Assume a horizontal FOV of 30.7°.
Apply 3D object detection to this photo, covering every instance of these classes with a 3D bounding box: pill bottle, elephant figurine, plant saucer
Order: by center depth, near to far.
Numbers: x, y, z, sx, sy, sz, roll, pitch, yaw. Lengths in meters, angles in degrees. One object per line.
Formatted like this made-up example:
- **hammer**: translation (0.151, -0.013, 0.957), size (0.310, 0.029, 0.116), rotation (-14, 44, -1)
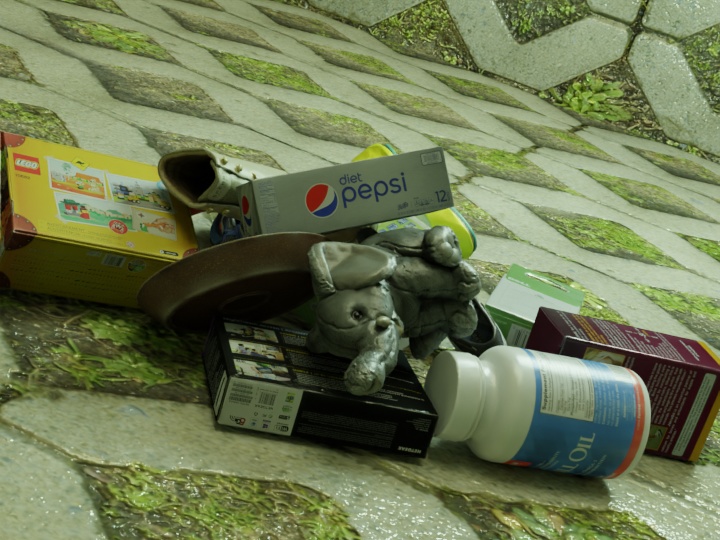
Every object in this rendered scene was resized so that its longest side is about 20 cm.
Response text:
- **elephant figurine**: translation (0.004, 0.031, 1.200), size (0.200, 0.142, 0.155), rotation (-21, -1, -40)
- **pill bottle**: translation (0.164, 0.133, 1.251), size (0.200, 0.112, 0.112), rotation (11, 20, -19)
- **plant saucer**: translation (-0.115, 0.018, 1.271), size (0.200, 0.200, 0.035), rotation (0, 67, -42)

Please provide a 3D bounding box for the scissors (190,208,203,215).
- **scissors**: translation (-0.167, -0.076, 1.524), size (0.073, 0.014, 0.200), rotation (-21, 8, -35)

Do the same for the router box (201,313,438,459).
- **router box**: translation (-0.041, 0.106, 1.228), size (0.200, 0.051, 0.149), rotation (12, 18, -16)

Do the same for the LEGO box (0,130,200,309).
- **LEGO box**: translation (-0.272, -0.047, 1.321), size (0.200, 0.077, 0.149), rotation (12, 40, -30)

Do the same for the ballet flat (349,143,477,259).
- **ballet flat**: translation (0.051, -0.072, 1.514), size (0.067, 0.067, 0.200), rotation (-23, 53, -25)

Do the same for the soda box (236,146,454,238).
- **soda box**: translation (-0.015, -0.072, 1.280), size (0.200, 0.064, 0.068), rotation (-12, 1, -18)

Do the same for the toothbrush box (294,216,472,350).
- **toothbrush box**: translation (0.000, 0.000, 1.416), size (0.146, 0.086, 0.200), rotation (-31, 41, -17)

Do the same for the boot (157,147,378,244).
- **boot**: translation (-0.095, -0.072, 1.341), size (0.200, 0.072, 0.155), rotation (20, 2, 35)

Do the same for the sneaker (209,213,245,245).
- **sneaker**: translation (-0.132, -0.047, 1.541), size (0.075, 0.079, 0.200), rotation (13, 19, -15)

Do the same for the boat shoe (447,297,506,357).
- **boat shoe**: translation (0.088, 0.027, 1.471), size (0.200, 0.070, 0.066), rotation (52, -9, 26)

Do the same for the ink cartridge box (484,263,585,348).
- **ink cartridge box**: translation (0.204, 0.058, 1.579), size (0.104, 0.059, 0.200), rotation (21, 19, 9)

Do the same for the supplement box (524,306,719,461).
- **supplement box**: translation (0.273, 0.120, 1.386), size (0.200, 0.110, 0.086), rotation (13, 19, -15)
